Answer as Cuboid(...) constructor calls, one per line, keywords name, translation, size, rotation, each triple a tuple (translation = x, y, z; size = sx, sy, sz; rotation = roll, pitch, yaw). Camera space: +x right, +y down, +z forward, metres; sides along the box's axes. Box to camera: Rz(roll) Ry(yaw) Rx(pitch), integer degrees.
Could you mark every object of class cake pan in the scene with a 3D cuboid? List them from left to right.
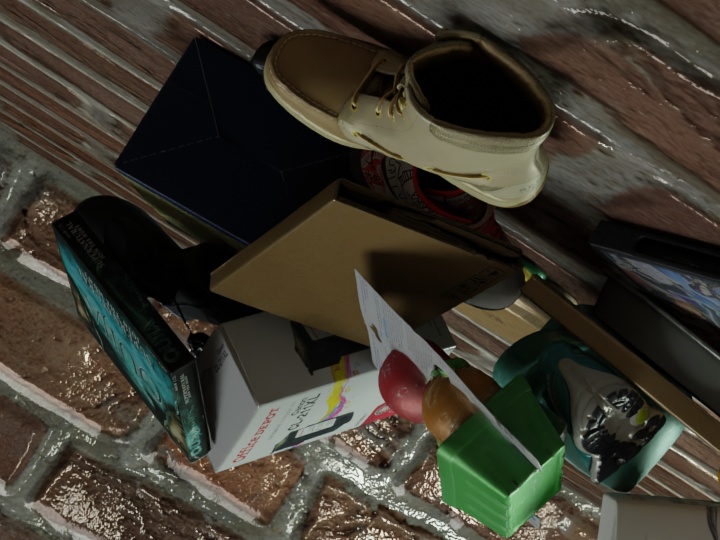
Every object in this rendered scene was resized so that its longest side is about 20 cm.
Cuboid(name="cake pan", translation=(0.259, 0.073, 1.284), size=(0.200, 0.037, 0.200), rotation=(39, -177, -3))

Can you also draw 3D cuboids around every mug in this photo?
Cuboid(name="mug", translation=(0.210, 0.102, 1.418), size=(0.152, 0.114, 0.185), rotation=(41, -168, 13))

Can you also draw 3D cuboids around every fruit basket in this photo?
Cuboid(name="fruit basket", translation=(0.072, 0.099, 1.249), size=(0.200, 0.094, 0.185), rotation=(51, 168, 24))

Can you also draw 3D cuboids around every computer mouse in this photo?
Cuboid(name="computer mouse", translation=(-0.172, 0.036, 1.440), size=(0.059, 0.034, 0.200), rotation=(12, 139, 51))

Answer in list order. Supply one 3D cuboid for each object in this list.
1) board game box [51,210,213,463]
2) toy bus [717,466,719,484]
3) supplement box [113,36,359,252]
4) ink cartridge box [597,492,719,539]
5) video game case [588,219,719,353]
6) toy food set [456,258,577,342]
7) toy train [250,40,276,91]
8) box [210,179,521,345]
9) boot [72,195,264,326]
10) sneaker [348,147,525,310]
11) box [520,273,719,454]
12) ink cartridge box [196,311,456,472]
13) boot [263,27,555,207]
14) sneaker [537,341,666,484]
Cuboid(name="board game box", translation=(-0.195, 0.057, 1.402), size=(0.200, 0.028, 0.135), rotation=(47, 156, 33))
Cuboid(name="toy bus", translation=(0.373, 0.170, 1.474), size=(0.065, 0.078, 0.200), rotation=(30, 173, 7))
Cuboid(name="supplement box", translation=(-0.080, -0.075, 1.447), size=(0.200, 0.134, 0.200), rotation=(30, 173, 12))
Cuboid(name="ink cartridge box", translation=(0.300, 0.235, 1.359), size=(0.200, 0.083, 0.147), rotation=(5, 175, 5))
Cuboid(name="video game case", translation=(0.282, 0.038, 1.164), size=(0.200, 0.026, 0.181), rotation=(36, 172, -34))
Cuboid(name="toy food set", translation=(0.140, 0.026, 1.577), size=(0.198, 0.049, 0.200), rotation=(23, 169, 47))
Cuboid(name="toy train", translation=(-0.025, -0.142, 1.184), size=(0.046, 0.034, 0.200), rotation=(50, 165, -30))
Cuboid(name="box", translation=(0.000, 0.000, 1.260), size=(0.163, 0.021, 0.200), rotation=(20, 151, -25))
Cuboid(name="boot", translation=(-0.171, -0.008, 1.478), size=(0.165, 0.066, 0.200), rotation=(37, 171, -19))
Cuboid(name="sneaker", translation=(0.080, -0.032, 1.278), size=(0.201, 0.067, 0.108), rotation=(47, 167, -25))
Cuboid(name="box", translation=(0.208, 0.073, 1.276), size=(0.200, 0.021, 0.163), rotation=(40, -177, 6))
Cuboid(name="ink cartridge box", translation=(-0.040, 0.089, 1.429), size=(0.083, 0.200, 0.146), rotation=(63, 150, 19))
Cuboid(name="boot", translation=(0.026, -0.112, 1.009), size=(0.200, 0.073, 0.155), rotation=(28, 173, 8))
Cuboid(name="sneaker", translation=(0.185, 0.107, 1.279), size=(0.080, 0.077, 0.200), rotation=(47, 175, 28))
